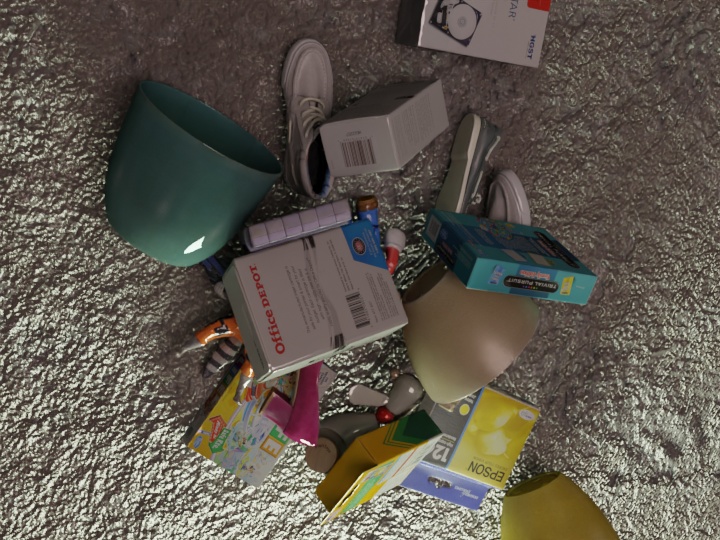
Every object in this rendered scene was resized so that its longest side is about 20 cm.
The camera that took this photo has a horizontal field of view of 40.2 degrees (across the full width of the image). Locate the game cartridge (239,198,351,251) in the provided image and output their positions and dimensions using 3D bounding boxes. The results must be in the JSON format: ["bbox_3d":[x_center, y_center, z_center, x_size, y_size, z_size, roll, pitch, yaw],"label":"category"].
[{"bbox_3d":[-0.087,-0.054,1.226,0.127,0.200,0.039,-21,94,-8],"label":"game cartridge"}]

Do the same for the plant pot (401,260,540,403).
[{"bbox_3d":[0.133,0.064,1.373,0.200,0.200,0.135,-43,102,-8],"label":"plant pot"}]

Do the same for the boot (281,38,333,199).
[{"bbox_3d":[-0.058,-0.195,1.281,0.072,0.095,0.205,-5,106,-23],"label":"boot"}]

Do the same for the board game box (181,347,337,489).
[{"bbox_3d":[-0.141,0.190,1.392,0.134,0.034,0.202,36,88,-28],"label":"board game box"}]

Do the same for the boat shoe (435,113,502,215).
[{"bbox_3d":[0.157,-0.121,1.422,0.061,0.073,0.204,13,94,-23],"label":"boat shoe"}]

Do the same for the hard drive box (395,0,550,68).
[{"bbox_3d":[0.159,-0.374,1.351,0.196,0.077,0.159,3,104,-25],"label":"hard drive box"}]

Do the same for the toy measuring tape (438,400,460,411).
[{"bbox_3d":[0.182,0.128,1.483,0.199,0.073,0.075,-40,119,-36],"label":"toy measuring tape"}]

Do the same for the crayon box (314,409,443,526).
[{"bbox_3d":[0.019,0.278,1.403,0.198,0.052,0.126,-12,145,-53],"label":"crayon box"}]

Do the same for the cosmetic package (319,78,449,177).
[{"bbox_3d":[0.035,-0.188,1.273,0.200,0.100,0.076,-49,130,-57],"label":"cosmetic package"}]

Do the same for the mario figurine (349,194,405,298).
[{"bbox_3d":[0.000,0.000,1.396,0.106,0.121,0.204,-33,114,-61],"label":"mario figurine"}]

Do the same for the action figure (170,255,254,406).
[{"bbox_3d":[-0.172,0.049,1.324,0.199,0.105,0.195,36,78,3],"label":"action figure"}]

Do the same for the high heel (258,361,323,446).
[{"bbox_3d":[-0.051,0.144,1.352,0.095,0.067,0.202,33,94,-9],"label":"high heel"}]

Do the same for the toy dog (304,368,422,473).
[{"bbox_3d":[-0.011,0.205,1.426,0.199,0.132,0.097,-36,77,-16],"label":"toy dog"}]

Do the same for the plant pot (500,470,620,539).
[{"bbox_3d":[0.303,0.412,1.587,0.197,0.200,0.144,-23,87,-17],"label":"plant pot"}]

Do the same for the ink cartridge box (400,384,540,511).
[{"bbox_3d":[0.164,0.274,1.550,0.195,0.047,0.203,23,92,-29],"label":"ink cartridge box"}]

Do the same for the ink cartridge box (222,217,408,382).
[{"bbox_3d":[-0.060,0.037,1.250,0.197,0.084,0.149,-17,81,-24],"label":"ink cartridge box"}]

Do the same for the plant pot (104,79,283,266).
[{"bbox_3d":[-0.218,-0.106,1.192,0.198,0.201,0.162,27,106,-28],"label":"plant pot"}]

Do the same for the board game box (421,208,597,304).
[{"bbox_3d":[0.202,-0.019,1.350,0.196,0.151,0.048,9,114,-26],"label":"board game box"}]

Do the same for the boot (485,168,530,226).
[{"bbox_3d":[0.197,-0.043,1.459,0.094,0.073,0.204,-18,112,-26],"label":"boot"}]
